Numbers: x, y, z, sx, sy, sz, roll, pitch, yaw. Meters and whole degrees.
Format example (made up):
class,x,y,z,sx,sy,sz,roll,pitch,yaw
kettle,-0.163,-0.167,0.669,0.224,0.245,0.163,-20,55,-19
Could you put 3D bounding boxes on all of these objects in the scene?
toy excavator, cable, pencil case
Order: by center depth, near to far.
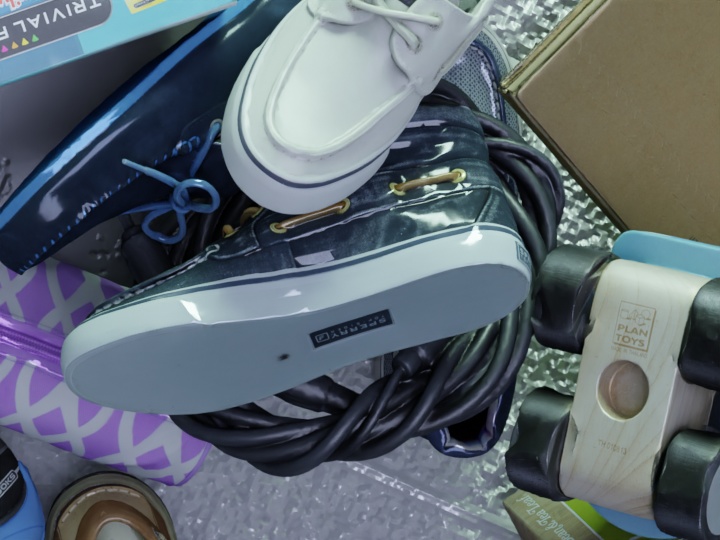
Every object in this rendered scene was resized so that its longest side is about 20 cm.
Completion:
class,x,y,z,sx,sy,sz,roll,pitch,yaw
cable,0.000,0.000,1.269,0.199,0.051,0.164,-17,66,-8
pencil case,-0.150,0.031,1.300,0.199,0.085,0.084,20,77,-18
toy excavator,0.164,0.022,1.308,0.200,0.099,0.196,6,96,-59

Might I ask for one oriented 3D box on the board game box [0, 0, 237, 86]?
class,x,y,z,sx,sy,sz,roll,pitch,yaw
board game box,-0.163,-0.101,1.240,0.199,0.151,0.047,-21,98,-10

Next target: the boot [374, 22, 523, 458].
class,x,y,z,sx,sy,sz,roll,pitch,yaw
boot,0.049,-0.017,1.340,0.072,0.090,0.202,-1,99,-14

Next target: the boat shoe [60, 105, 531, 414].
class,x,y,z,sx,sy,sz,roll,pitch,yaw
boat shoe,-0.032,-0.005,1.223,0.199,0.091,0.071,-14,146,-1

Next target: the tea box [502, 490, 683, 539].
class,x,y,z,sx,sy,sz,roll,pitch,yaw
tea box,0.207,0.158,1.378,0.196,0.134,0.201,-32,112,-6

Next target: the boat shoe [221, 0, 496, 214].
class,x,y,z,sx,sy,sz,roll,pitch,yaw
boat shoe,0.016,-0.105,1.197,0.072,0.066,0.200,41,57,6

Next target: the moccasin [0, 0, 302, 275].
class,x,y,z,sx,sy,sz,roll,pitch,yaw
moccasin,-0.068,-0.059,1.230,0.200,0.080,0.068,-40,99,-10

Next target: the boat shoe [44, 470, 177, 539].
class,x,y,z,sx,sy,sz,roll,pitch,yaw
boat shoe,-0.095,0.192,1.313,0.075,0.074,0.201,-20,98,-8

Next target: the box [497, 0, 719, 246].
class,x,y,z,sx,sy,sz,roll,pitch,yaw
box,0.182,-0.075,1.382,0.163,0.021,0.200,-45,117,-4

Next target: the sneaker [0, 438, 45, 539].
class,x,y,z,sx,sy,sz,roll,pitch,yaw
sneaker,-0.243,0.121,1.308,0.198,0.071,0.083,-17,76,-6
